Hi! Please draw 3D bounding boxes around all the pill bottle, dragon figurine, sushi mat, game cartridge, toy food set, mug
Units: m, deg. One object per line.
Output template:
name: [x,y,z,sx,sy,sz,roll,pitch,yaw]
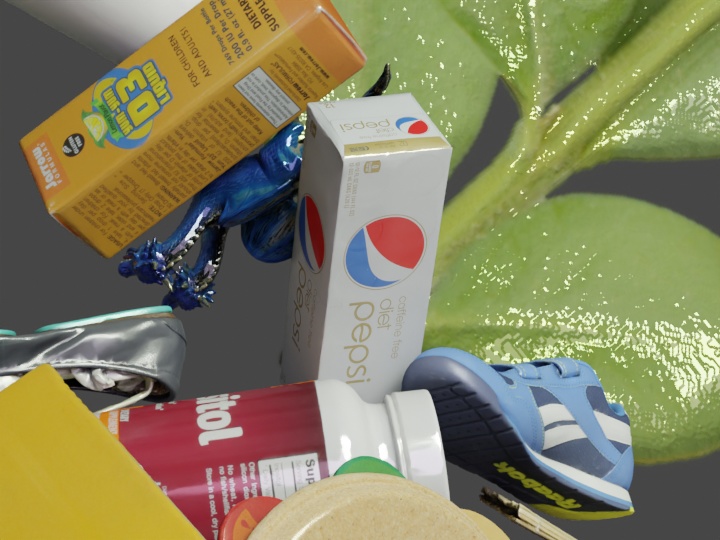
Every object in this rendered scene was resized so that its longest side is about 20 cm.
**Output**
pill bottle: [-0.054,0.123,1.025,0.199,0.113,0.114,-8,77,-4]
dragon figurine: [-0.053,-0.044,1.089,0.059,0.199,0.100,45,31,-44]
sushi mat: [0.166,0.189,1.118,0.199,0.096,0.012,31,86,-11]
game cartridge: [-0.168,0.156,0.875,0.176,0.033,0.200,-35,51,-18]
toy food set: [0.006,0.196,0.927,0.197,0.049,0.201,28,62,-24]
mug: [-0.137,-0.213,1.107,0.153,0.149,0.187,38,73,-14]

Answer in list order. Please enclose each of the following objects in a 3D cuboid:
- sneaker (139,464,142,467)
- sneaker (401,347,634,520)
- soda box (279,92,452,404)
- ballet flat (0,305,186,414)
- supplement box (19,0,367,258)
sneaker: [-0.109,0.196,0.935,0.082,0.077,0.201,18,59,-52]
sneaker: [0.098,0.086,1.116,0.200,0.074,0.083,35,59,-40]
soda box: [0.000,0.000,1.063,0.068,0.201,0.064,-7,36,-20]
ballet flat: [-0.193,0.061,1.046,0.199,0.073,0.074,-4,76,-23]
supplement box: [-0.099,-0.097,1.065,0.200,0.069,0.067,-38,55,9]
